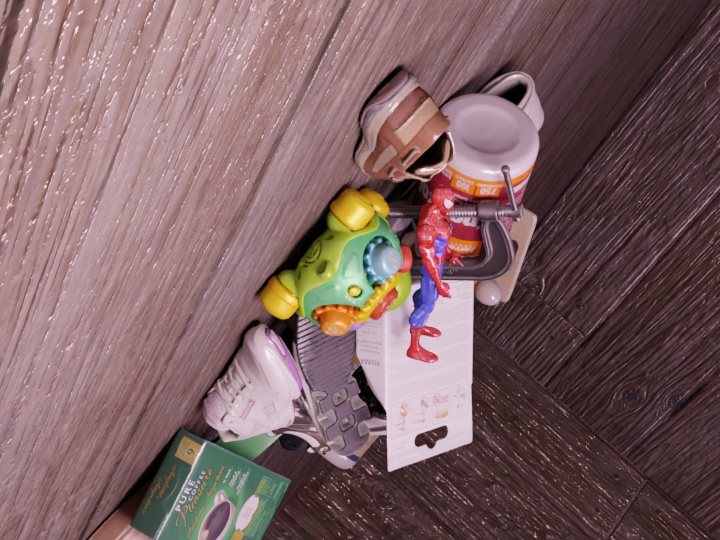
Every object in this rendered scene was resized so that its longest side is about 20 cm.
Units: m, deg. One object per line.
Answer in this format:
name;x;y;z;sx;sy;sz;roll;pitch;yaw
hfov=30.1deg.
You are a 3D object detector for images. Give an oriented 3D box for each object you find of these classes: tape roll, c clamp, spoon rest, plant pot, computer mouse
tape roll;-0.123;0.194;1.677;0.200;0.048;0.200;-41;178;-2
c clamp;0.078;-0.046;1.381;0.171;0.199;0.027;62;32;-46
spoon rest;0.000;0.000;1.494;0.200;0.061;0.099;-47;172;-11
plant pot;-0.259;0.337;1.554;0.201;0.093;0.201;-48;173;-8
computer mouse;-0.037;0.172;1.669;0.200;0.034;0.059;-44;176;41

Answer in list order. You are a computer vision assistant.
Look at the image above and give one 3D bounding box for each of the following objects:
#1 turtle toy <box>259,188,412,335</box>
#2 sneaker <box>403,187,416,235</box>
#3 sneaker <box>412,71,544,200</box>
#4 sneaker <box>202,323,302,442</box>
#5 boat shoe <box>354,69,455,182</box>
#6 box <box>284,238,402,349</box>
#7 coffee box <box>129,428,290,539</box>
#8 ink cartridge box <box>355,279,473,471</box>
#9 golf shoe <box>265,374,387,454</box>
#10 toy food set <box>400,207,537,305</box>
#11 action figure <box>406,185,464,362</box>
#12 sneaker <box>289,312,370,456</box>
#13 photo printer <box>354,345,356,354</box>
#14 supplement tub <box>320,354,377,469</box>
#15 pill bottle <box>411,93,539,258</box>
turtle toy;-0.005;0.001;1.320;0.146;0.101;0.200;-50;172;11
sneaker;0.123;-0.113;1.633;0.200;0.076;0.088;-39;177;-5
sneaker;0.125;-0.143;1.519;0.200;0.074;0.116;-48;161;-4
sneaker;-0.116;0.129;1.414;0.099;0.075;0.200;-22;152;-17
boat shoe;0.042;-0.107;1.172;0.076;0.072;0.200;-48;172;-4
box;-0.025;0.049;1.628;0.143;0.036;0.200;-45;178;39
coffee box;-0.165;0.261;1.512;0.123;0.044;0.200;-63;148;-6
ink cartridge box;0.063;0.106;1.498;0.162;0.057;0.201;-10;106;-49
golf shoe;-0.023;0.173;1.578;0.078;0.199;0.095;-108;-142;-63
toy food set;0.114;0.008;1.608;0.199;0.060;0.144;-18;140;-32
action figure;0.075;-0.001;1.348;0.066;0.051;0.201;-71;165;-50
sneaker;-0.049;0.099;1.444;0.074;0.088;0.201;-21;119;-26
photo printer;0.053;0.037;1.769;0.167;0.069;0.200;-56;-170;-20
supplement tub;-0.008;0.178;1.988;0.200;0.144;0.144;-49;172;-1
pill bottle;0.116;-0.083;1.431;0.113;0.113;0.200;-44;160;-33
